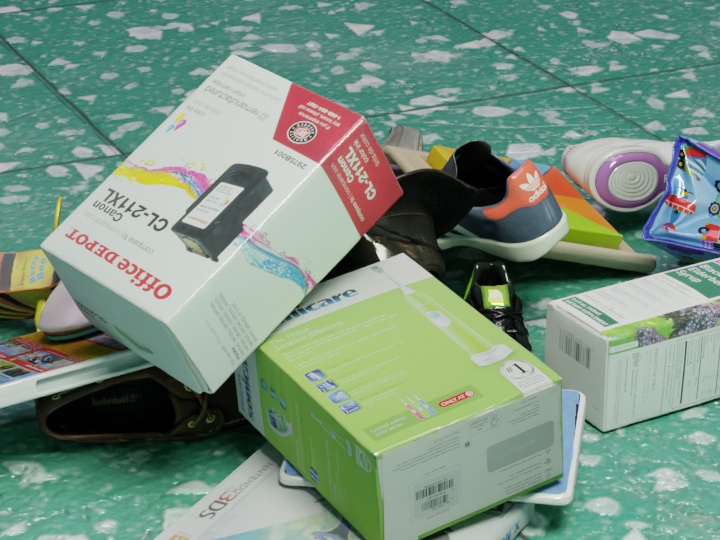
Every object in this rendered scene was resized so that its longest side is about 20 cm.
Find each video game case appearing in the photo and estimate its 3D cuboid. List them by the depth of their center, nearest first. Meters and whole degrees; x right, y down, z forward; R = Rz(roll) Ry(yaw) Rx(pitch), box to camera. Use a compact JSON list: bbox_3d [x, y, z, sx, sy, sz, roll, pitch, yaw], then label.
[{"bbox_3d":[-0.011,0.172,1.457,0.200,0.022,0.182,12,26,24],"label":"video game case"},{"bbox_3d":[-0.211,0.061,1.566,0.200,0.017,0.143,-15,13,-27],"label":"video game case"}]

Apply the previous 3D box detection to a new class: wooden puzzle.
[{"bbox_3d":[0.135,-0.059,1.890,0.185,0.037,0.200,7,22,-31],"label":"wooden puzzle"}]

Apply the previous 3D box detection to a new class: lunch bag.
[{"bbox_3d":[0.350,-0.029,1.799,0.200,0.094,0.151,20,1,21],"label":"lunch bag"}]

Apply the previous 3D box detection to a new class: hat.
[{"bbox_3d":[0.000,0.000,1.627,0.200,0.081,0.201,-14,-17,-5],"label":"hat"}]

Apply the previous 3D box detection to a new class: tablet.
[{"bbox_3d":[0.052,0.117,1.524,0.200,0.014,0.130,3,31,10],"label":"tablet"}]

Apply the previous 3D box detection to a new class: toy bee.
[{"bbox_3d":[-0.225,-0.002,1.718,0.200,0.109,0.131,-19,63,5],"label":"toy bee"}]

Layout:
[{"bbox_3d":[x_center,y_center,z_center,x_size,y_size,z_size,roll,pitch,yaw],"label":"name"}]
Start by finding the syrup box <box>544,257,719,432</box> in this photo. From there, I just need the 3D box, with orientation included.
[{"bbox_3d":[0.243,0.050,1.666,0.200,0.082,0.079,-14,29,-27],"label":"syrup box"}]

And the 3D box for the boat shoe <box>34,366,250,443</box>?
[{"bbox_3d":[-0.133,0.091,1.582,0.200,0.070,0.070,-10,17,-2],"label":"boat shoe"}]

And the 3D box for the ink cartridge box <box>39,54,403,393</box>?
[{"bbox_3d":[-0.095,-0.034,1.503,0.146,0.083,0.200,28,67,39],"label":"ink cartridge box"}]

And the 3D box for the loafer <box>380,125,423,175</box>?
[{"bbox_3d":[0.016,-0.081,1.978,0.070,0.070,0.200,11,25,3],"label":"loafer"}]

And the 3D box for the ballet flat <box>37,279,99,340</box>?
[{"bbox_3d":[-0.168,-0.004,1.643,0.069,0.070,0.200,19,26,36],"label":"ballet flat"}]

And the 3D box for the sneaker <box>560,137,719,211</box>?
[{"bbox_3d":[0.272,-0.092,1.972,0.200,0.075,0.100,5,13,-29],"label":"sneaker"}]

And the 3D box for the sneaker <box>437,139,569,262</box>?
[{"bbox_3d":[0.073,-0.063,1.743,0.200,0.085,0.075,4,38,41],"label":"sneaker"}]

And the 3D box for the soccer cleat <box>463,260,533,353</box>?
[{"bbox_3d":[0.099,0.057,1.646,0.067,0.081,0.200,-1,24,-3],"label":"soccer cleat"}]

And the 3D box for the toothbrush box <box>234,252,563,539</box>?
[{"bbox_3d":[0.022,0.084,1.484,0.145,0.086,0.200,-21,36,-25],"label":"toothbrush box"}]
